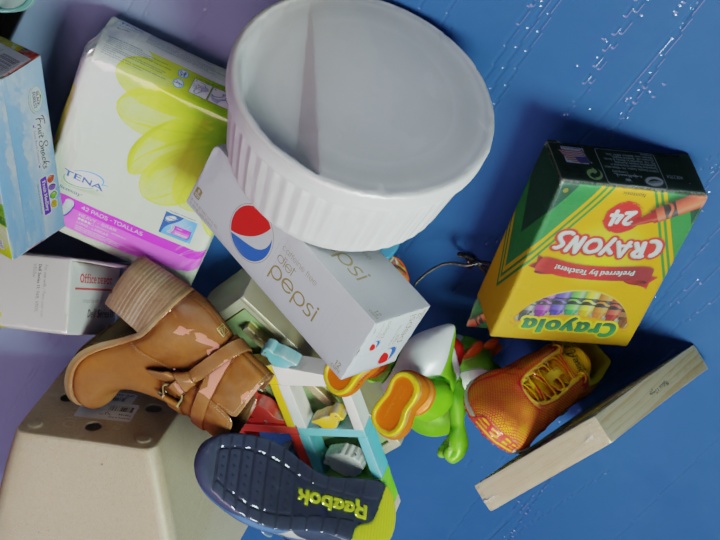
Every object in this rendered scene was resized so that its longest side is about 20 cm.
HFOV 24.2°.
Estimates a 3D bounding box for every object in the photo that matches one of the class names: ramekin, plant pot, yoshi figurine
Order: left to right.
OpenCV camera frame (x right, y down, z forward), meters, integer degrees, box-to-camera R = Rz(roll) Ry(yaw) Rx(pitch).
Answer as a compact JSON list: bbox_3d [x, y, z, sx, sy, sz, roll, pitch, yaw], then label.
[{"bbox_3d":[-0.226,0.197,1.563,0.199,0.200,0.178,7,116,12],"label":"plant pot"},{"bbox_3d":[-0.009,-0.105,1.252,0.202,0.203,0.094,24,140,-2],"label":"ramekin"},{"bbox_3d":[0.048,0.104,1.394,0.112,0.200,0.113,-7,86,30],"label":"yoshi figurine"}]

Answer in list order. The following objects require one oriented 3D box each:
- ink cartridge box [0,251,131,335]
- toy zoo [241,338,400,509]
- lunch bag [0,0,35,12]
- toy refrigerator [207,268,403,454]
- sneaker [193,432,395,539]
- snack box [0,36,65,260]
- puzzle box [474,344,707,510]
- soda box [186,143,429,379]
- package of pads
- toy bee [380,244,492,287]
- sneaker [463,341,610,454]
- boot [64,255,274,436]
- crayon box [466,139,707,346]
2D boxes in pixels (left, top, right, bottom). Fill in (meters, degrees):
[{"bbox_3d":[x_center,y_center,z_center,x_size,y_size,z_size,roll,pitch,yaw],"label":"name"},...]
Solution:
[{"bbox_3d":[-0.287,0.018,1.471,0.199,0.117,0.068,5,90,13],"label":"ink cartridge box"},{"bbox_3d":[-0.050,0.136,1.471,0.131,0.020,0.201,0,130,26],"label":"toy zoo"},{"bbox_3d":[-0.326,-0.290,1.275,0.199,0.077,0.161,14,130,6],"label":"lunch bag"},{"bbox_3d":[-0.050,0.088,1.489,0.076,0.070,0.200,-33,111,35],"label":"toy refrigerator"},{"bbox_3d":[-0.066,0.196,1.437,0.199,0.074,0.082,26,155,-31],"label":"sneaker"},{"bbox_3d":[-0.338,-0.125,1.368,0.199,0.068,0.169,26,135,29],"label":"snack box"},{"bbox_3d":[0.190,0.127,1.368,0.133,0.200,0.025,-36,83,36],"label":"puzzle box"},{"bbox_3d":[-0.042,-0.014,1.284,0.200,0.068,0.064,47,127,22],"label":"soda box"},{"bbox_3d":[-0.176,-0.096,1.386,0.154,0.068,0.200,25,130,-4],"label":"package of pads"},{"bbox_3d":[0.000,0.000,1.367,0.199,0.109,0.131,25,176,16],"label":"toy bee"},{"bbox_3d":[0.143,0.091,1.363,0.073,0.200,0.077,47,118,8],"label":"sneaker"},{"bbox_3d":[-0.167,0.097,1.440,0.155,0.074,0.200,40,138,6],"label":"boot"},{"bbox_3d":[0.175,-0.007,1.329,0.126,0.051,0.201,4,133,-18],"label":"crayon box"}]
